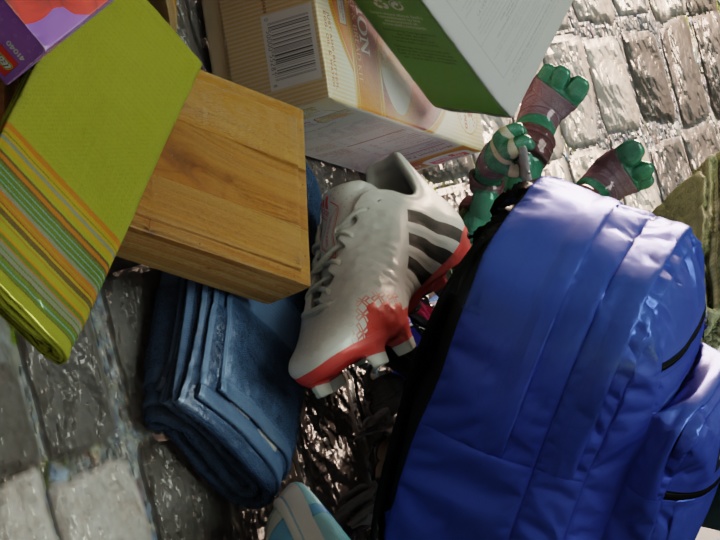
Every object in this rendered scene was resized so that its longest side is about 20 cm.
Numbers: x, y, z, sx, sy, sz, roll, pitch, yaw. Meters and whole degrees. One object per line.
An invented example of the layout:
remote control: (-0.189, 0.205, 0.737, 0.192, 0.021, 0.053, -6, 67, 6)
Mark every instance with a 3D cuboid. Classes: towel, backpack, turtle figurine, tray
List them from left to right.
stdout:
towel: (-0.132, -0.055, 1.352, 0.086, 0.018, 0.200, 49, 42, -29)
tray: (-0.106, -0.057, 1.421, 0.200, 0.037, 0.099, 18, 60, -43)
towel: (-0.060, 0.015, 1.521, 0.112, 0.048, 0.201, 49, 36, -45)
turtle figurine: (0.099, -0.024, 1.706, 0.150, 0.100, 0.200, 61, 38, -27)
backpack: (0.112, 0.060, 1.509, 0.163, 0.167, 0.201, -56, 161, -64)
towel: (0.169, 0.034, 1.737, 0.036, 0.200, 0.149, 27, 38, -16)

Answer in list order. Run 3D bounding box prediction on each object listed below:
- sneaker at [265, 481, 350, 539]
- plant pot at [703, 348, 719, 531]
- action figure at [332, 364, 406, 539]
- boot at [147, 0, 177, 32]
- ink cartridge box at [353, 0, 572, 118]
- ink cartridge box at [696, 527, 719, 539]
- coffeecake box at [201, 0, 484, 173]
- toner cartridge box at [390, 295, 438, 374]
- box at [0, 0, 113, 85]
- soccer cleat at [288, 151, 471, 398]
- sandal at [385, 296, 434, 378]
sneaker: (-0.051, 0.177, 1.435, 0.080, 0.130, 0.200, 52, -2, -9)
plant pot: (0.217, 0.076, 1.904, 0.200, 0.199, 0.188, 56, 18, -35)
action figure: (0.033, 0.147, 1.629, 0.130, 0.069, 0.201, -11, 84, -57)
boot: (-0.115, -0.218, 1.491, 0.144, 0.071, 0.202, -38, 105, -55)
ink cartridge box: (0.040, -0.184, 1.598, 0.200, 0.059, 0.104, 49, 62, -44)
ink cartridge box: (0.150, 0.241, 1.689, 0.176, 0.084, 0.201, -67, 169, -51)
coffeecake box: (-0.012, -0.146, 1.668, 0.200, 0.073, 0.154, 13, 65, -62)
toner cartridge box: (0.075, 0.116, 1.749, 0.095, 0.043, 0.201, -32, 107, -65)
box: (-0.142, -0.192, 1.367, 0.137, 0.039, 0.200, 51, 45, -6)
soccer cleat: (0.000, 0.000, 1.534, 0.085, 0.069, 0.200, 57, 31, -7)
sandal: (0.044, 0.043, 1.644, 0.200, 0.045, 0.075, 33, 7, -27)
